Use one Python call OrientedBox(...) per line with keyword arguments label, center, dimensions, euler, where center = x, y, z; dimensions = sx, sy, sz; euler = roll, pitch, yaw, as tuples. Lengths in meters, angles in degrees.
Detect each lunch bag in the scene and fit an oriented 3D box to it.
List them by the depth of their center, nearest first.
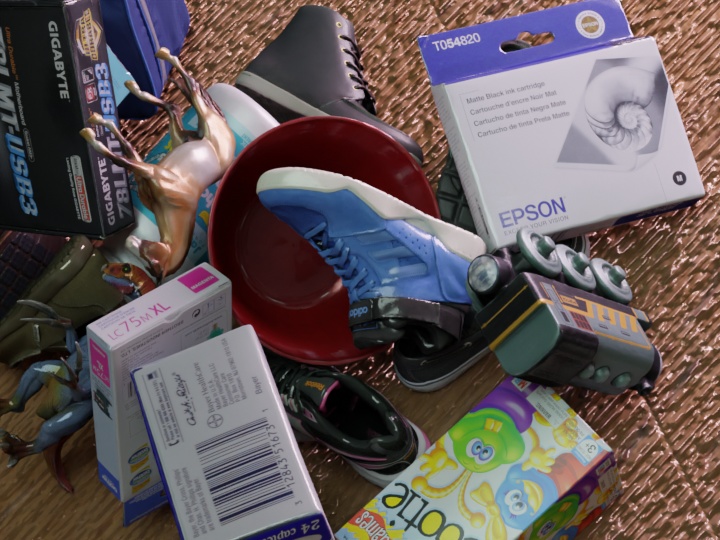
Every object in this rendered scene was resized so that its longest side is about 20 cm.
OrientedBox(label="lunch bag", center=(-0.242, -0.224, 1.640), dimensions=(0.134, 0.201, 0.133), euler=(3, 48, 17))

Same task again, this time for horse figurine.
OrientedBox(label="horse figurine", center=(-0.153, -0.096, 1.478), dimensions=(0.050, 0.133, 0.200), euler=(-32, 16, 38))

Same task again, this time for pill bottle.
OrientedBox(label="pill bottle", center=(-0.150, -0.057, 1.584), dimensions=(0.110, 0.111, 0.200), euler=(36, 79, 25))

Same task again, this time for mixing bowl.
OrientedBox(label="mixing bowl", center=(-0.042, -0.022, 1.516), dimensions=(0.198, 0.108, 0.203), euler=(1, 87, -18))

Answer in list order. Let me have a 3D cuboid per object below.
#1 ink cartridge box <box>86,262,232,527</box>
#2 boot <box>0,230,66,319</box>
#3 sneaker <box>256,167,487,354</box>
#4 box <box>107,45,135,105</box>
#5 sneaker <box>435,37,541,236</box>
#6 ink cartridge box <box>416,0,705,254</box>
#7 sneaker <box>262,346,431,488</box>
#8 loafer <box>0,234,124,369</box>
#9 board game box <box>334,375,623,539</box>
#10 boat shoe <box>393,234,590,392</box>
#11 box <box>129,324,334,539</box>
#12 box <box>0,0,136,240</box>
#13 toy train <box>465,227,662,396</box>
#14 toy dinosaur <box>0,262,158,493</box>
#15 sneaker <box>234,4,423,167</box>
OrientedBox(label="ink cartridge box", center=(-0.156, 0.101, 1.452), dimensions=(0.119, 0.201, 0.042), euler=(-30, 47, -32))
OrientedBox(label="boot", center=(-0.317, -0.039, 1.655), dimensions=(0.096, 0.075, 0.201), euler=(17, 75, 43))
OrientedBox(label="sneaker", center=(0.001, 0.000, 1.433), dimensions=(0.198, 0.077, 0.112), euler=(23, 73, -22))
OrientedBox(label="box", center=(-0.295, -0.157, 1.601), dimensions=(0.199, 0.083, 0.049), euler=(-14, 32, 40))
OrientedBox(label="sneaker", center=(0.110, -0.097, 1.559), dimensions=(0.075, 0.079, 0.202), euler=(20, 70, -3))
OrientedBox(label="ink cartridge box", center=(0.166, -0.128, 1.517), dimensions=(0.198, 0.041, 0.202), euler=(-15, 78, -16))
OrientedBox(label="sneaker", center=(-0.032, 0.103, 1.497), dimensions=(0.198, 0.086, 0.081), euler=(21, 71, 22))
OrientedBox(label="loafer", center=(-0.260, 0.041, 1.545), dimensions=(0.067, 0.200, 0.076), euler=(40, 55, -8))
OrientedBox(label="board game box", center=(0.094, 0.188, 1.419), dimensions=(0.200, 0.103, 0.105), euler=(-42, 63, -7))
OrientedBox(label="boat shoe", center=(0.106, 0.020, 1.512), dimensions=(0.199, 0.066, 0.070), euler=(-35, 63, -3))
OrientedBox(label="box", center=(-0.084, 0.180, 1.389), dimensions=(0.104, 0.201, 0.185), euler=(-21, 50, -3))
OrientedBox(label="box", center=(-0.288, -0.132, 1.527), dimensions=(0.197, 0.202, 0.050), euler=(8, 24, 36))
OrientedBox(label="toy train", center=(0.161, 0.042, 1.423), dimensions=(0.085, 0.199, 0.115), euler=(-42, 54, 24))
OrientedBox(label="toy dinosaur", center=(-0.225, 0.073, 1.483), dimensions=(0.180, 0.200, 0.106), euler=(-30, 62, 6))
OrientedBox(label="sneaker", center=(-0.009, -0.164, 1.617), dimensions=(0.199, 0.075, 0.107), euler=(30, 78, 25))
